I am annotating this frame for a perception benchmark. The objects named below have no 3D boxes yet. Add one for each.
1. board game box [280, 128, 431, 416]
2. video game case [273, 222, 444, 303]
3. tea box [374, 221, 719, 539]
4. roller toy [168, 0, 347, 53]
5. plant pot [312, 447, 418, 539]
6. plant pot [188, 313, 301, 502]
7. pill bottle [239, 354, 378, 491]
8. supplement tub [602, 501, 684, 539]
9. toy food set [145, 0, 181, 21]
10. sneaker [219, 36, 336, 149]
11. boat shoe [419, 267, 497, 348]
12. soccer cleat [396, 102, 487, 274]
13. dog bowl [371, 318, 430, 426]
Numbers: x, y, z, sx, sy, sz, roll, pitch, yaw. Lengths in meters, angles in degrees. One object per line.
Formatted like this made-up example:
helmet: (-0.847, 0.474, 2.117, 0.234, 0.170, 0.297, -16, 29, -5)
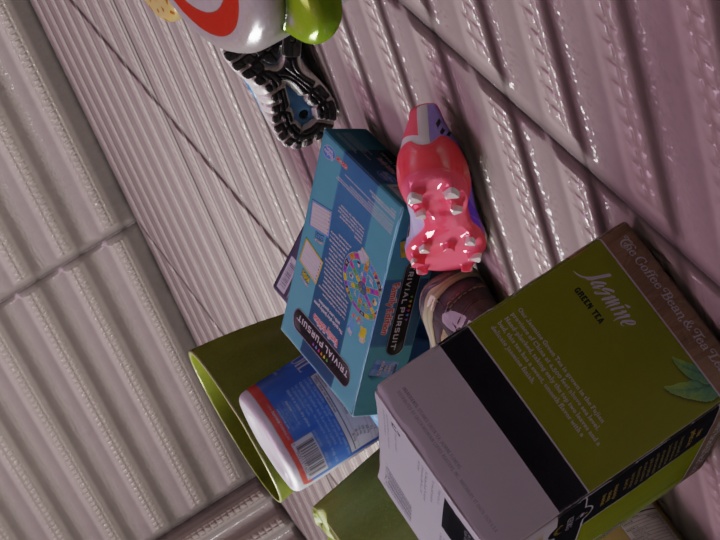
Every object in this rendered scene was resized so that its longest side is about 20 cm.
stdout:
board game box: (0.000, 0.000, 1.708, 0.151, 0.047, 0.201, 47, 132, 49)
video game case: (-0.004, 0.004, 1.808, 0.019, 0.144, 0.200, 15, -160, -37)
tea box: (0.123, 0.104, 1.275, 0.134, 0.196, 0.200, 54, 168, 18)
roller toy: (-0.069, -0.256, 1.334, 0.182, 0.139, 0.201, 9, 128, 62)
plant pot: (0.060, 0.238, 1.969, 0.201, 0.189, 0.200, 56, 168, 18)
plant pot: (-0.052, 0.114, 2.114, 0.188, 0.199, 0.187, 55, 169, 16)
pill bottle: (-0.008, 0.116, 1.916, 0.113, 0.199, 0.112, 55, 168, 17)
supplement tub: (0.189, 0.247, 1.510, 0.200, 0.144, 0.145, 54, 168, 24)
toy food set: (-0.209, -0.335, 2.019, 0.200, 0.048, 0.199, 42, 160, 59)
sneaker: (-0.092, -0.202, 1.768, 0.090, 0.078, 0.201, 52, 167, 49)
boat shoe: (0.100, 0.085, 1.672, 0.073, 0.074, 0.201, 49, 167, 43)
soccer cleat: (0.061, -0.057, 1.532, 0.200, 0.066, 0.077, 71, -164, -68)
dog bowl: (0.071, 0.133, 1.805, 0.201, 0.111, 0.050, 55, 150, 23)
